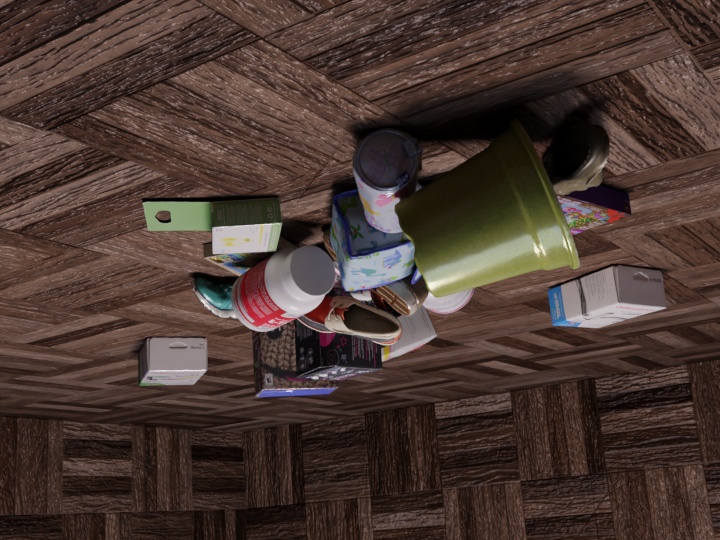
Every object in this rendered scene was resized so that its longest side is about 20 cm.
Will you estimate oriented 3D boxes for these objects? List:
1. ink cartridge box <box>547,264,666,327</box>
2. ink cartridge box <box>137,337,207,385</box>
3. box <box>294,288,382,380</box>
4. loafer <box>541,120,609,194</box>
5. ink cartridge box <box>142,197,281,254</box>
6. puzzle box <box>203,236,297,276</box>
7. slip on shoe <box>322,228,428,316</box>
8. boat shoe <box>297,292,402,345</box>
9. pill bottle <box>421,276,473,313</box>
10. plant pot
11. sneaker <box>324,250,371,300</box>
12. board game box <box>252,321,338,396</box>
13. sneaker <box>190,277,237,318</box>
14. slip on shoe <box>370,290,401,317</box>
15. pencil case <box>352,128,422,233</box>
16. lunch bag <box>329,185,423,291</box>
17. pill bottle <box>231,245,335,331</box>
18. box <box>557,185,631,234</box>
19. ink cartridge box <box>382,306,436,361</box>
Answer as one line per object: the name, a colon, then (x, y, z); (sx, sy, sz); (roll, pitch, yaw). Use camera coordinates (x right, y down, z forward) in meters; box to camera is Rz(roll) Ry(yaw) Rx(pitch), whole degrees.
ink cartridge box: (0.518, 0.058, 2.046); (0.145, 0.085, 0.200); (5, 163, -30)
ink cartridge box: (-0.464, 0.226, 2.391); (0.144, 0.084, 0.200); (1, 163, -19)
box: (-0.044, 0.096, 1.808); (0.114, 0.201, 0.132); (9, 160, -37)
loafer: (0.289, -0.147, 1.270); (0.067, 0.076, 0.200); (-3, 175, -6)
ink cartridge box: (-0.224, -0.065, 1.471); (0.199, 0.048, 0.146); (-4, 166, -10)
puzzle box: (-0.169, -0.019, 1.690); (0.132, 0.026, 0.200); (-10, 163, 18)
slip on shoe: (0.026, -0.009, 1.571); (0.061, 0.200, 0.076); (-44, 158, -21)
boat shoe: (-0.023, 0.081, 1.691); (0.199, 0.071, 0.063); (17, 168, 4)
pill bottle: (0.131, 0.001, 1.677); (0.113, 0.114, 0.200); (-8, 165, 12)
plant pot: (0.149, -0.060, 1.216); (0.184, 0.201, 0.200); (-23, 162, 7)
sneaker: (0.000, 0.000, 1.718); (0.200, 0.081, 0.086); (4, 153, -46)
board game box: (-0.136, 0.151, 1.984); (0.159, 0.201, 0.097); (-1, 165, -15)
sneaker: (-0.238, 0.044, 1.852); (0.200, 0.078, 0.080); (19, 123, -45)
slip on shoe: (0.044, 0.008, 1.669); (0.074, 0.061, 0.200); (-35, 141, -18)
pencil case: (0.040, -0.116, 1.288); (0.091, 0.083, 0.200); (-41, 166, -8)
lunch bag: (0.061, -0.054, 1.462); (0.199, 0.128, 0.170); (-15, 164, -10)
pill bottle: (-0.126, 0.027, 1.609); (0.112, 0.113, 0.200); (5, 162, -31)
box: (0.305, -0.099, 1.500); (0.199, 0.039, 0.137); (9, 160, -41)
ink cartridge box: (0.042, 0.147, 2.041); (0.199, 0.086, 0.148); (-21, 171, -17)
